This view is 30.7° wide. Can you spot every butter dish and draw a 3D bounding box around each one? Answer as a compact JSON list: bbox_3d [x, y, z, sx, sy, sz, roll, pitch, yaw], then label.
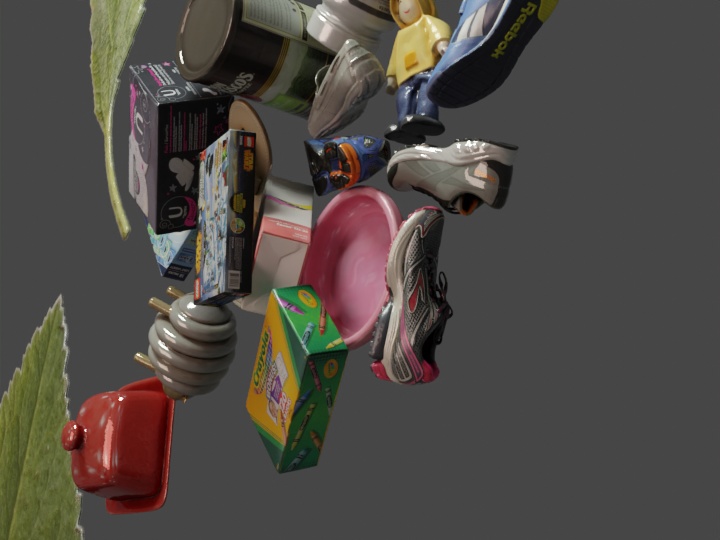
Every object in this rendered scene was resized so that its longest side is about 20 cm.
[{"bbox_3d":[-0.373,0.254,1.949,0.199,0.146,0.203,-16,67,50],"label":"butter dish"}]

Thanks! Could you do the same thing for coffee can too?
[{"bbox_3d":[-0.125,-0.295,1.742,0.146,0.198,0.149,-23,61,49],"label":"coffee can"}]

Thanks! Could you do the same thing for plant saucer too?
[{"bbox_3d":[0.000,0.000,1.600,0.199,0.050,0.204,-22,62,50],"label":"plant saucer"}]

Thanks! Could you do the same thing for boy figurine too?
[{"bbox_3d":[0.071,-0.258,1.578,0.124,0.064,0.203,-18,67,54],"label":"boy figurine"}]

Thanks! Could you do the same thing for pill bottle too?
[{"bbox_3d":[0.015,-0.372,1.649,0.202,0.112,0.113,-61,38,19],"label":"pill bottle"}]

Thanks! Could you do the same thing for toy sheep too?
[{"bbox_3d":[-0.234,0.095,1.823,0.138,0.136,0.202,55,135,47],"label":"toy sheep"}]

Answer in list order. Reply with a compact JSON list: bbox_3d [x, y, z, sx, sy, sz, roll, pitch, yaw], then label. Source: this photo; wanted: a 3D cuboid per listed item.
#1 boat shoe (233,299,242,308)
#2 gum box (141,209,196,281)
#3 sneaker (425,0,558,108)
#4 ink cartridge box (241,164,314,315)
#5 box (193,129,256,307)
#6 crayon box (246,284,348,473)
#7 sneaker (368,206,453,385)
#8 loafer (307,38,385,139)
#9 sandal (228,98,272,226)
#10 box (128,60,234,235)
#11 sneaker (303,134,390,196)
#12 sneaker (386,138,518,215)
[{"bbox_3d":[-0.159,0.001,1.809,0.200,0.061,0.076,34,108,56],"label":"boat shoe"},{"bbox_3d":[-0.260,-0.116,2.003,0.201,0.044,0.171,-54,41,29],"label":"gum box"},{"bbox_3d":[0.143,-0.270,1.478,0.200,0.073,0.083,-49,41,23],"label":"sneaker"},{"bbox_3d":[-0.104,-0.041,1.689,0.201,0.066,0.118,-91,16,-60],"label":"ink cartridge box"},{"bbox_3d":[-0.171,-0.062,1.651,0.137,0.039,0.204,162,111,-65],"label":"box"},{"bbox_3d":[-0.080,0.133,1.602,0.119,0.057,0.202,57,144,42],"label":"crayon box"},{"bbox_3d":[0.070,0.029,1.481,0.074,0.080,0.203,8,88,29],"label":"sneaker"},{"bbox_3d":[-0.026,-0.227,1.660,0.070,0.069,0.200,59,152,6],"label":"loafer"},{"bbox_3d":[-0.167,-0.121,1.769,0.077,0.069,0.214,29,139,30],"label":"sandal"},{"bbox_3d":[-0.255,-0.174,1.827,0.132,0.113,0.203,49,140,47],"label":"box"},{"bbox_3d":[-0.017,-0.136,1.656,0.200,0.077,0.077,-160,57,-69],"label":"sneaker"},{"bbox_3d":[0.095,-0.101,1.485,0.199,0.073,0.081,0,83,54],"label":"sneaker"}]
